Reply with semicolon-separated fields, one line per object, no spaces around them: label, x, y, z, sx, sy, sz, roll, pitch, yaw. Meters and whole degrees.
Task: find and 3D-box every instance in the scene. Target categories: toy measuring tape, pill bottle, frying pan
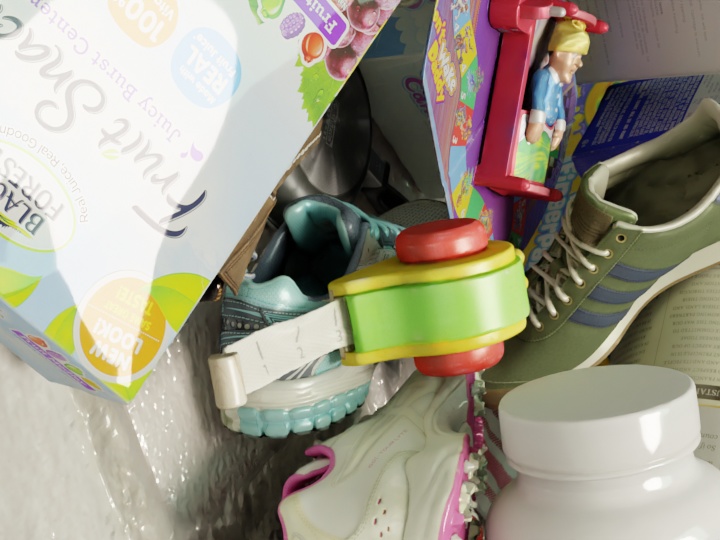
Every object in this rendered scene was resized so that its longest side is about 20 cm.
toy measuring tape;0.019;0.021;0.867;0.200;0.073;0.074;-22;105;-52
pill bottle;0.114;0.148;0.867;0.112;0.112;0.201;-27;112;-59
frying pan;-0.011;-0.047;1.005;0.190;0.031;0.115;59;41;-36

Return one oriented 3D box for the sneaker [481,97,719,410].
sneaker;0.119;-0.015;0.992;0.090;0.200;0.067;46;12;-50

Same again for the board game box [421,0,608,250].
board game box;0.087;-0.089;0.966;0.158;0.039;0.201;-57;146;-40

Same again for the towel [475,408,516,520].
towel;0.095;0.056;1.177;0.146;0.030;0.201;46;47;-48

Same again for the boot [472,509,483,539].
boot;0.031;0.178;0.916;0.200;0.144;0.073;-17;140;-56

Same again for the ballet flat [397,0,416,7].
ballet flat;0.028;-0.166;0.992;0.199;0.068;0.076;2;81;-31

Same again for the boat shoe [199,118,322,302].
boat shoe;-0.078;-0.023;0.843;0.200;0.072;0.073;-37;123;-46

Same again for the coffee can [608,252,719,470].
coffee can;0.186;0.108;1.024;0.146;0.146;0.201;49;48;-47

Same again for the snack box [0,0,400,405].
snack box;-0.097;-0.082;0.709;0.169;0.068;0.200;44;71;-32

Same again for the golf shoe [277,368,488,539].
golf shoe;0.013;0.085;0.912;0.200;0.091;0.076;-64;152;-75

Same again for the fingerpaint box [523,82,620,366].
fingerpaint box;0.158;0.006;1.190;0.167;0.073;0.201;52;45;-37

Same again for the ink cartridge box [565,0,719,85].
ink cartridge box;0.149;-0.196;1.020;0.043;0.200;0.199;-14;99;-24

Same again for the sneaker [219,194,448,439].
sneaker;0.000;0.000;0.946;0.200;0.077;0.087;-44;133;-53

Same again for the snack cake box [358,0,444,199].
snack cake box;0.062;-0.153;1.110;0.115;0.067;0.201;55;40;-44

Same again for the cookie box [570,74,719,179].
cookie box;0.243;-0.034;1.080;0.171;0.199;0.075;58;42;-28
